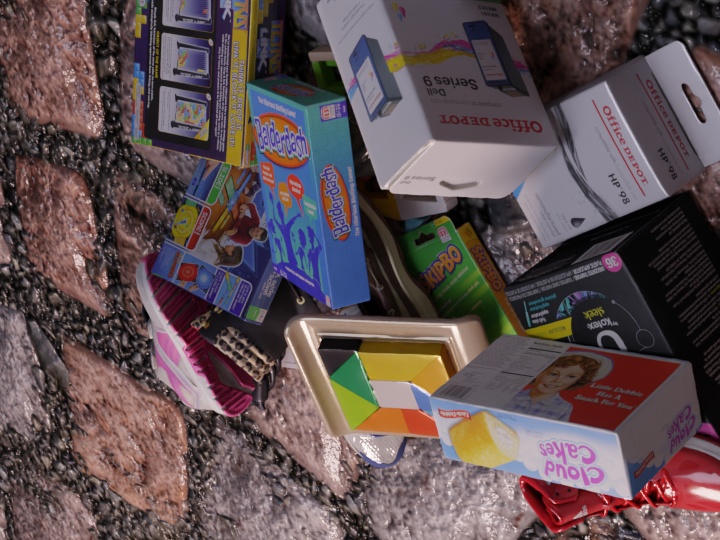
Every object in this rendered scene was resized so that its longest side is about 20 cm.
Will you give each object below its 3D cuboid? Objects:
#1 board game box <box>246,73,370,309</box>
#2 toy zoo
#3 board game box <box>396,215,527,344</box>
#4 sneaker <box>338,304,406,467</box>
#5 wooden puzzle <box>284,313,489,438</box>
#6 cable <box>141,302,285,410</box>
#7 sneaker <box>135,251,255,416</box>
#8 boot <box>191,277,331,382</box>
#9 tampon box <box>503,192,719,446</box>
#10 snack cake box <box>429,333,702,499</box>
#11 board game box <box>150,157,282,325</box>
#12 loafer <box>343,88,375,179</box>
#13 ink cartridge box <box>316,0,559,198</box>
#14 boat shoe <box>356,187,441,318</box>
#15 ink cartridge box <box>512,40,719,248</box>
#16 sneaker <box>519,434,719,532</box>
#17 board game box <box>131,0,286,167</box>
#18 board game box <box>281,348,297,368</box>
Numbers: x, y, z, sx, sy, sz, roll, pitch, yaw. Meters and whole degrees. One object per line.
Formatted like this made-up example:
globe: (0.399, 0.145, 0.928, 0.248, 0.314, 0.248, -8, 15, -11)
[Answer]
board game box: (-0.051, -0.079, 1.691, 0.152, 0.045, 0.200, -151, 50, -62)
toy zoo: (0.026, -0.127, 1.736, 0.131, 0.020, 0.200, 5, 119, 42)
board game box: (0.114, 0.039, 1.757, 0.096, 0.030, 0.200, -25, 100, 50)
sneaker: (0.015, 0.134, 1.856, 0.088, 0.075, 0.200, -129, 25, -60)
wooden puzzle: (0.039, 0.114, 1.754, 0.200, 0.037, 0.185, -2, 136, 19)
cable: (-0.174, 0.068, 1.981, 0.200, 0.051, 0.163, 30, 134, 27)
sneaker: (-0.200, 0.076, 1.924, 0.088, 0.081, 0.200, -15, 103, 41)
boot: (-0.125, 0.008, 1.873, 0.200, 0.151, 0.073, 40, 178, 10)
tampon box: (0.254, 0.059, 1.558, 0.150, 0.126, 0.200, -22, 100, 50)
snack cake box: (0.173, 0.120, 1.491, 0.200, 0.115, 0.067, 8, 122, 43)
board game box: (-0.122, -0.061, 1.823, 0.135, 0.034, 0.200, 26, 93, 30)
loafer: (0.017, -0.146, 1.670, 0.200, 0.075, 0.070, -42, 70, 49)
ink cartridge box: (0.066, -0.169, 1.519, 0.088, 0.145, 0.200, -43, 56, 46)
boat shoe: (0.002, -0.002, 1.765, 0.202, 0.075, 0.075, 55, 153, 2)
ink cartridge box: (0.216, -0.108, 1.529, 0.200, 0.067, 0.116, -25, 96, 50)
sneaker: (0.226, 0.194, 1.492, 0.200, 0.116, 0.078, 4, 124, 40)
board game box: (-0.156, -0.217, 1.785, 0.165, 0.057, 0.200, 15, 108, 36)
board game box: (-0.147, 0.041, 2.003, 0.200, 0.035, 0.126, 5, 119, 42)
